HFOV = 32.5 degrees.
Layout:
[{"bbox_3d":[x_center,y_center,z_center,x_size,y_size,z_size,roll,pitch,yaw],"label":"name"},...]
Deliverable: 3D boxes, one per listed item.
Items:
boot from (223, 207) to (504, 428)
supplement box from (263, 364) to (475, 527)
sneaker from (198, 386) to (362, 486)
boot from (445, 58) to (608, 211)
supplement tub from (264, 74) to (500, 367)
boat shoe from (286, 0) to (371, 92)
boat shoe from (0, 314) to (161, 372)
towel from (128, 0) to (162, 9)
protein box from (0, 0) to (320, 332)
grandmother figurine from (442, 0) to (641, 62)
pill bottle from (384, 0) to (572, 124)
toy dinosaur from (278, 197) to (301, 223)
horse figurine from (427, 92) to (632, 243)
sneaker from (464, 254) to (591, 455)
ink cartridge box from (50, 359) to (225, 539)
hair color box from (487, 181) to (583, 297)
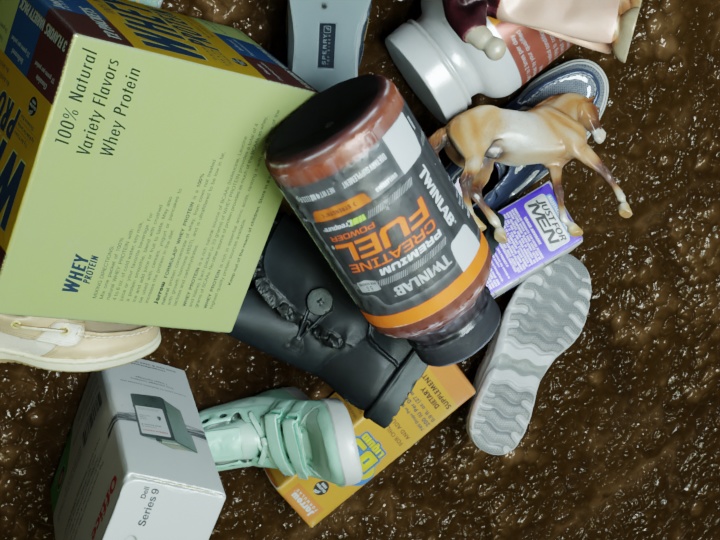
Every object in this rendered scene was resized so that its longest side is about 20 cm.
[{"bbox_3d":[0.000,0.000,0.974,0.167,0.076,0.202,33,89,-4],"label":"boot"},{"bbox_3d":[0.006,0.142,1.139,0.199,0.069,0.067,-39,121,2],"label":"supplement box"},{"bbox_3d":[-0.076,0.149,1.027,0.116,0.200,0.075,-14,97,-22],"label":"sneaker"},{"bbox_3d":[0.136,-0.103,1.046,0.200,0.090,0.073,-45,89,3],"label":"boot"},{"bbox_3d":[0.025,-0.029,0.868,0.106,0.107,0.201,-35,116,-2],"label":"supplement tub"},{"bbox_3d":[-0.026,-0.206,0.932,0.070,0.091,0.203,5,121,-9],"label":"boat shoe"},{"bbox_3d":[-0.252,0.032,0.974,0.197,0.074,0.070,1,120,-22],"label":"boat shoe"},{"bbox_3d":[-0.241,-0.154,0.919,0.145,0.022,0.202,15,109,-28],"label":"towel"},{"bbox_3d":[-0.170,-0.080,0.889,0.198,0.135,0.201,7,114,-41],"label":"protein box"},{"bbox_3d":[0.104,-0.204,0.903,0.197,0.122,0.061,16,146,10],"label":"grandmother figurine"},{"bbox_3d":[0.121,-0.212,0.984,0.199,0.112,0.113,-39,123,-1],"label":"pill bottle"},{"bbox_3d":[-0.059,-0.042,1.037,0.197,0.061,0.107,-13,135,-5],"label":"toy dinosaur"},{"bbox_3d":[0.121,-0.086,0.967,0.197,0.134,0.050,-7,152,-17],"label":"horse figurine"},{"bbox_3d":[0.146,0.072,1.166,0.074,0.082,0.202,32,83,-11],"label":"sneaker"},{"bbox_3d":[-0.186,0.180,0.995,0.083,0.200,0.148,16,108,-24],"label":"ink cartridge box"},{"bbox_3d":[0.087,0.006,1.075,0.198,0.109,0.065,-29,84,-6],"label":"hair color box"}]
